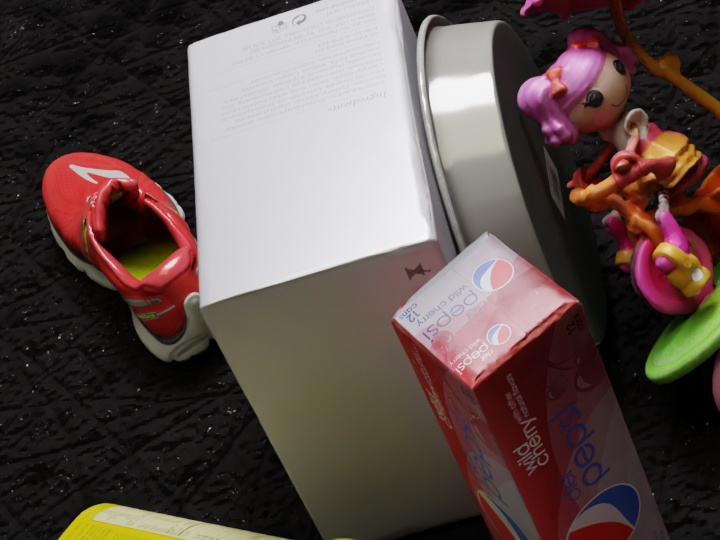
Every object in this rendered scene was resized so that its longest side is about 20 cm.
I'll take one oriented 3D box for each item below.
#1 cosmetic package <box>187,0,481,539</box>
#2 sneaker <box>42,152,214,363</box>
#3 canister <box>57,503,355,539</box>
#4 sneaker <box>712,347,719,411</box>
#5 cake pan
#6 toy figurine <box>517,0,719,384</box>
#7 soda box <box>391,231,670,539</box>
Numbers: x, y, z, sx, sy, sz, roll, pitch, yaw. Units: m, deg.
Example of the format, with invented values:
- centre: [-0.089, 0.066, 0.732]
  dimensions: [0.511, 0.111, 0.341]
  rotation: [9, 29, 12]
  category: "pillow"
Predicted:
- centre: [0.000, 0.000, 1.058]
  dimensions: [0.122, 0.200, 0.201]
  rotation: [-17, 43, 8]
  category: "cosmetic package"
- centre: [-0.139, -0.030, 1.235]
  dimensions: [0.077, 0.085, 0.200]
  rotation: [-36, 44, -12]
  category: "sneaker"
- centre: [-0.080, 0.188, 0.974]
  dimensions: [0.199, 0.087, 0.149]
  rotation: [4, 48, 43]
  category: "canister"
- centre: [0.272, 0.025, 1.008]
  dimensions: [0.200, 0.079, 0.095]
  rotation: [-40, 50, -5]
  category: "sneaker"
- centre: [0.082, -0.041, 1.056]
  dimensions: [0.036, 0.201, 0.201]
  rotation: [-17, 43, 16]
  category: "cake pan"
- centre: [0.148, -0.076, 1.039]
  dimensions: [0.200, 0.184, 0.150]
  rotation: [-49, 7, -19]
  category: "toy figurine"
- centre: [0.083, 0.081, 0.940]
  dimensions: [0.063, 0.201, 0.070]
  rotation: [-38, 44, -12]
  category: "soda box"
